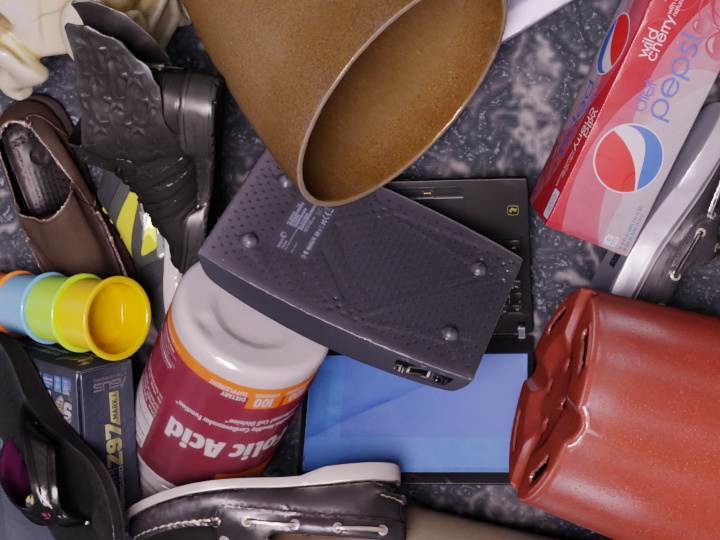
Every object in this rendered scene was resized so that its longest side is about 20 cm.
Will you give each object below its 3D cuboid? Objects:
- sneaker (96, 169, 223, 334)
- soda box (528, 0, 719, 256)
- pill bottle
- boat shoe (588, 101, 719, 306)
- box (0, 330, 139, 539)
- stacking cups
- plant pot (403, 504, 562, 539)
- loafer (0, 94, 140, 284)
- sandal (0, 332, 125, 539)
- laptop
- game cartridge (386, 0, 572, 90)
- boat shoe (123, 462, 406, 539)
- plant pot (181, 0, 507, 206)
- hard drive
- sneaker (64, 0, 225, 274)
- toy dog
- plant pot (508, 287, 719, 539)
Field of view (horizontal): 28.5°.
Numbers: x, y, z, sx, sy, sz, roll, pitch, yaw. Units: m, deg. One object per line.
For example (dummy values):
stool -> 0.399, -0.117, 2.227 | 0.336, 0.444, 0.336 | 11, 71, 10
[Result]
sneaker -> -0.152, -0.039, 1.071 | 0.084, 0.074, 0.201 | 5, 106, 31
soda box -> 0.193, -0.117, 0.983 | 0.070, 0.063, 0.201 | 19, 108, -12
pill bottle -> -0.104, 0.092, 1.024 | 0.114, 0.114, 0.200 | 29, 132, 2
boat shoe -> 0.226, -0.020, 1.010 | 0.066, 0.070, 0.201 | 25, 103, -10
box -> -0.244, 0.131, 1.068 | 0.200, 0.051, 0.158 | 11, 107, 45
stacking cups -> -0.238, 0.026, 1.056 | 0.200, 0.060, 0.061 | 6, 105, 45
plant pot -> 0.096, 0.263, 1.034 | 0.183, 0.200, 0.201 | 19, 104, 17
loafer -> -0.230, -0.034, 1.074 | 0.073, 0.071, 0.201 | -25, 96, 13
sandal -> -0.229, 0.130, 0.980 | 0.201, 0.048, 0.075 | 49, 127, 27
laptop -> 0.036, 0.044, 1.028 | 0.176, 0.103, 0.201 | -1, 116, 9
game cartridge -> 0.096, -0.233, 1.004 | 0.200, 0.038, 0.130 | -30, 99, 13
boat shoe -> -0.066, 0.179, 0.995 | 0.199, 0.074, 0.061 | -7, 68, -4
plant pot -> -0.034, -0.178, 0.955 | 0.200, 0.186, 0.187 | 45, 105, 21
hard drive -> 0.000, 0.000, 0.971 | 0.199, 0.135, 0.042 | 24, 138, 4
sneaker -> -0.147, -0.083, 0.957 | 0.104, 0.060, 0.200 | 9, 133, -1
toy dog -> -0.238, -0.205, 0.985 | 0.199, 0.194, 0.140 | 6, 60, 13
plant pot -> 0.214, 0.110, 0.946 | 0.195, 0.201, 0.201 | 17, 104, -8
